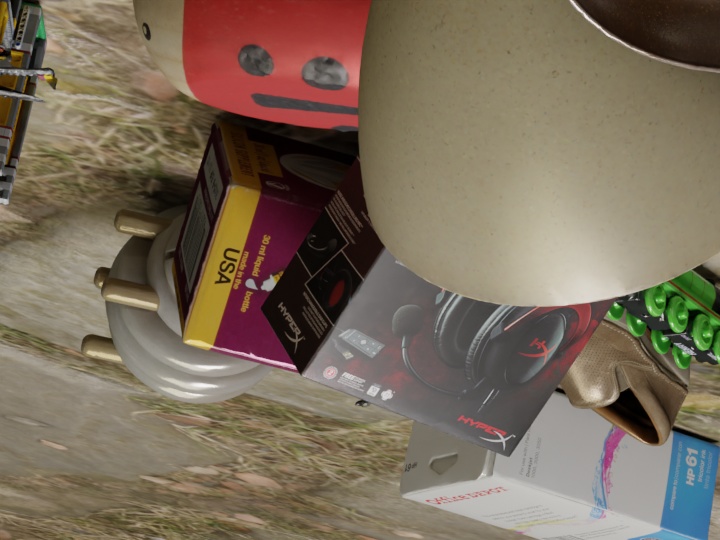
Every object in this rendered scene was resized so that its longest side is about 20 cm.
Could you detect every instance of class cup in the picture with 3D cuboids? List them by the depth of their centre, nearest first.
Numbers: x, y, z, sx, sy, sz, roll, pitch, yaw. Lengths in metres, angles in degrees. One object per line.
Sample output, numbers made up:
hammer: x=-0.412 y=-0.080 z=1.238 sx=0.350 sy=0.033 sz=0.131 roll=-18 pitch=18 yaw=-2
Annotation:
cup: x=0.083 y=-0.104 z=1.221 sx=0.200 sy=0.201 sz=0.143 roll=4 pitch=136 yaw=23

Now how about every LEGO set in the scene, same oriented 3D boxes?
LEGO set: x=-0.241 y=-0.105 z=1.508 sx=0.153 sy=0.116 sz=0.200 roll=14 pitch=163 yaw=-8

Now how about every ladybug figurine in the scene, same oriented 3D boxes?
ladybug figurine: x=-0.022 y=-0.115 z=1.409 sx=0.199 sy=0.072 sz=0.136 roll=6 pitch=163 yaw=17

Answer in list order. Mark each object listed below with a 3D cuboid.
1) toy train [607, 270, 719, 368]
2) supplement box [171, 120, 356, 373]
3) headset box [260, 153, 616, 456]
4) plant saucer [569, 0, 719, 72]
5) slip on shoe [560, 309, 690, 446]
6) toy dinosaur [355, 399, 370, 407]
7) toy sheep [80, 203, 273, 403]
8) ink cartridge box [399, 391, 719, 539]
toy train: x=0.172 y=0.006 z=1.711 sx=0.042 sy=0.057 sz=0.200 roll=-6 pitch=156 yaw=34
supplement box: x=0.000 y=0.000 z=1.639 sx=0.199 sy=0.103 sz=0.131 roll=15 pitch=-164 yaw=-12
headset box: x=0.065 y=-0.018 z=1.507 sx=0.148 sy=0.200 sz=0.075 roll=23 pitch=-162 yaw=-32
plant saucer: x=0.166 y=-0.157 z=1.094 sx=0.200 sy=0.032 sz=0.200 roll=-3 pitch=139 yaw=-3
slip on shoe: x=0.157 y=0.062 z=1.901 sx=0.076 sy=0.061 sz=0.200 roll=1 pitch=161 yaw=33
toy dinosaur: x=0.006 y=0.029 z=1.771 sx=0.047 sy=0.088 sz=0.200 roll=-25 pitch=123 yaw=35
toy sheep: x=-0.103 y=0.018 z=1.818 sx=0.138 sy=0.138 sz=0.200 roll=14 pitch=158 yaw=-8
ink cartridge box: x=0.151 y=0.153 z=2.167 sx=0.200 sy=0.085 sz=0.144 roll=18 pitch=162 yaw=-25
